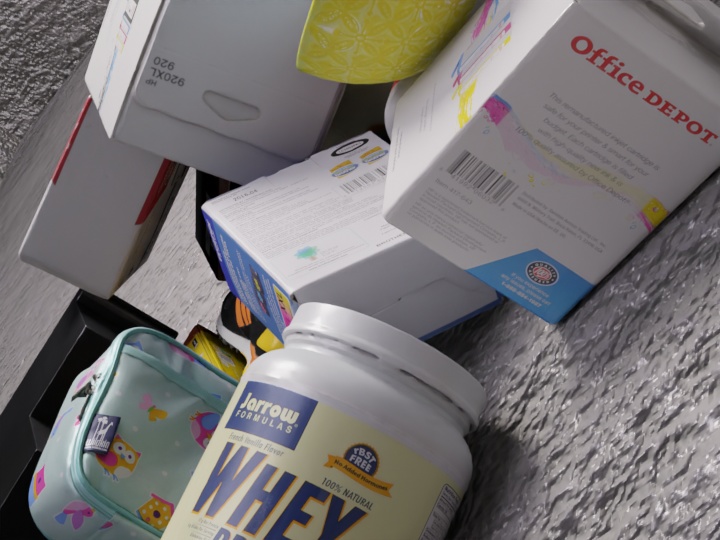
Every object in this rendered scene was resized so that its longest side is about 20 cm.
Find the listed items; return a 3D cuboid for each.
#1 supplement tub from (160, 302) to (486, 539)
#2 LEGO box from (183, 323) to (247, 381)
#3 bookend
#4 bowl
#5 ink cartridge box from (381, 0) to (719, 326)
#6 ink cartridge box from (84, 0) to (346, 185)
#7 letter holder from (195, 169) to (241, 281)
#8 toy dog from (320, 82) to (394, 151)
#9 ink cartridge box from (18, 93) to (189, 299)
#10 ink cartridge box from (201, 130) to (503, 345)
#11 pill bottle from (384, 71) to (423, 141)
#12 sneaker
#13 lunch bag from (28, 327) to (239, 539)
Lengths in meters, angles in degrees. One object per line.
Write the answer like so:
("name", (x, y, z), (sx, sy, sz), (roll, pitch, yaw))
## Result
("supplement tub", (-0.024, 0.135, 1.003), (0.201, 0.145, 0.145), (-64, 18, -15))
("LEGO box", (-0.122, 0.143, 1.372), (0.149, 0.077, 0.200), (-58, 17, 5))
("bookend", (-0.217, 0.132, 1.370), (0.201, 0.092, 0.199), (-58, 18, 2))
("bowl", (0.047, -0.194, 1.101), (0.200, 0.107, 0.201), (24, -90, -89))
("ink cartridge box", (0.124, -0.096, 1.011), (0.200, 0.128, 0.126), (-47, 21, 32))
("ink cartridge box", (-0.104, -0.161, 1.307), (0.145, 0.147, 0.200), (-68, 20, 12))
("letter holder", (-0.066, -0.059, 1.551), (0.200, 0.141, 0.101), (-133, 44, -75))
("toy dog", (0.023, -0.124, 1.373), (0.200, 0.139, 0.195), (-45, 52, 35))
("ink cartridge box", (-0.199, -0.071, 1.475), (0.200, 0.083, 0.147), (-76, 11, -80))
("ink cartridge box", (-0.015, -0.018, 1.172), (0.136, 0.077, 0.200), (-24, 31, -15))
("pill bottle", (0.095, -0.160, 1.221), (0.112, 0.112, 0.201), (-33, 31, 54))
("sneaker", (-0.059, 0.031, 1.367), (0.200, 0.070, 0.090), (-126, 54, -70))
("lunch bag", (-0.107, 0.133, 1.144), (0.077, 0.200, 0.161), (-40, 23, 41))
